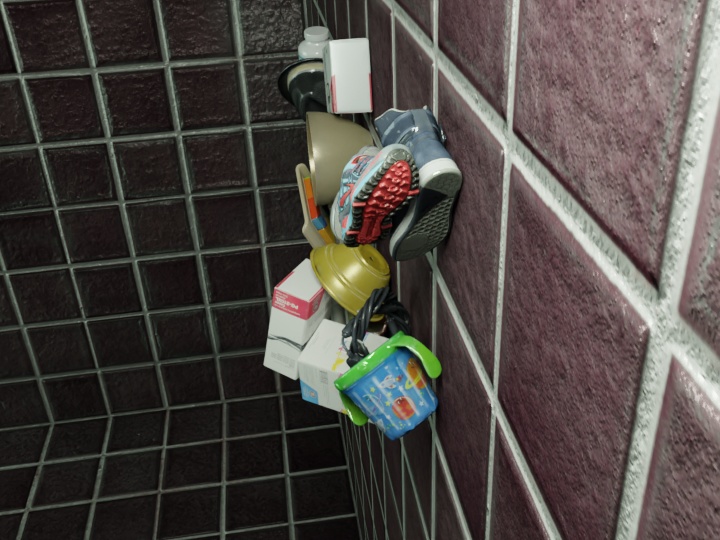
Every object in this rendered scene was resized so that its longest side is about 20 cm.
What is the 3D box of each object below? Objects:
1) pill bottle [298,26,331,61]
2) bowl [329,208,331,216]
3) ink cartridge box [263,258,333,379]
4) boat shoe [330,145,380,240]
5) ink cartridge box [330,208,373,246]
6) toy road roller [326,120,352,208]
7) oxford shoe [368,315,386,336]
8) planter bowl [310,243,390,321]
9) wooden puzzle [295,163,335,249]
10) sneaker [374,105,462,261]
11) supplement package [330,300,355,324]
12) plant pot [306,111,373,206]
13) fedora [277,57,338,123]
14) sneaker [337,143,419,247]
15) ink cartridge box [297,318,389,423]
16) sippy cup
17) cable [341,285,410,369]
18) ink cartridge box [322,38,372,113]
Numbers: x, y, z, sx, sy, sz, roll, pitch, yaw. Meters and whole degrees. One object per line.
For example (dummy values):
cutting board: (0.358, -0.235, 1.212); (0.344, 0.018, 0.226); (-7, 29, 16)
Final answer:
pill bottle: (-0.121, -0.588, 2.227); (0.111, 0.110, 0.201); (-104, 10, -52)
bowl: (-0.053, -0.244, 2.109); (0.200, 0.074, 0.201); (95, 168, -59)
ink cartridge box: (-0.124, 0.101, 1.614); (0.145, 0.084, 0.201); (-47, -26, -55)
boat shoe: (0.001, -0.143, 1.526); (0.201, 0.072, 0.066); (-64, 28, 17)
ink cartridge box: (-0.023, -0.112, 1.894); (0.145, 0.084, 0.201); (90, 170, -50)
toy road roller: (-0.051, -0.258, 1.822); (0.146, 0.122, 0.201); (91, 171, -52)
oxford shoe: (0.022, 0.057, 1.713); (0.075, 0.070, 0.201); (71, -165, -69)
planter bowl: (0.000, 0.000, 1.582); (0.083, 0.200, 0.201); (-46, 31, 22)
wooden puzzle: (-0.100, -0.131, 1.865); (0.185, 0.037, 0.201); (58, -160, -53)
sneaker: (0.063, -0.116, 0.997); (0.203, 0.077, 0.147); (109, 145, -54)
supplement package: (-0.045, 0.153, 1.797); (0.147, 0.190, 0.201); (78, -177, -63)
plant pot: (-0.040, -0.244, 1.674); (0.200, 0.134, 0.202); (174, 90, -85)
fedora: (-0.098, -0.399, 1.802); (0.201, 0.199, 0.092); (97, 169, -65)
sneaker: (0.006, -0.105, 0.938); (0.200, 0.079, 0.096); (125, 131, -61)
ink cartridge box: (-0.009, 0.208, 1.585); (0.129, 0.199, 0.125); (89, -156, -43)
sippy cup: (0.049, 0.185, 1.210); (0.131, 0.139, 0.178); (54, 166, 5)
cable: (0.034, 0.121, 1.364); (0.200, 0.051, 0.164); (54, -127, -46)
ink cartridge box: (-0.030, -0.406, 1.648); (0.200, 0.083, 0.146); (-124, 28, -77)
